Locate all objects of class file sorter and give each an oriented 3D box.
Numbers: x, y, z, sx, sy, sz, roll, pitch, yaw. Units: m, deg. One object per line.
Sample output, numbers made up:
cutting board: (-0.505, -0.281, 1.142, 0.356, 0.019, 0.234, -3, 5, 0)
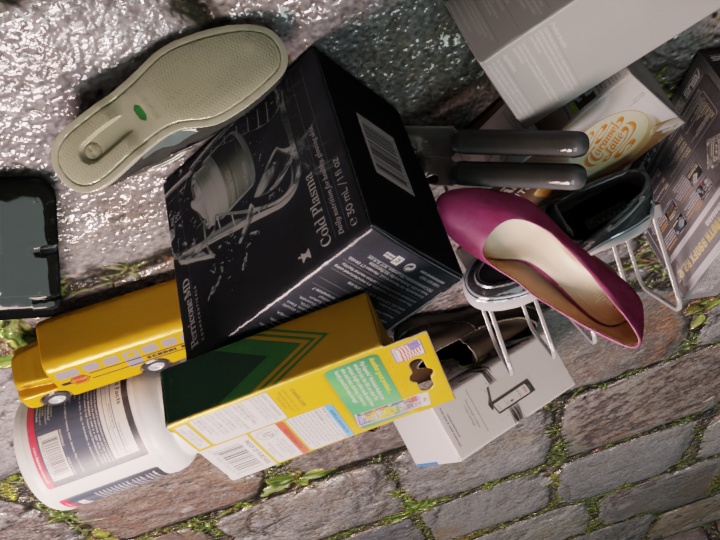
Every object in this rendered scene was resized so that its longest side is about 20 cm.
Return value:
file sorter: (0.224, 0.010, 0.878, 0.199, 0.139, 0.125, -21, 101, 4)

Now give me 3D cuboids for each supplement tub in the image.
supplement tub: (-0.270, 0.175, 0.915, 0.199, 0.141, 0.141, -20, 146, 3)

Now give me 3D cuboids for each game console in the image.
game console: (-0.375, -0.010, 0.721, 0.199, 0.116, 0.177, -4, 113, -21)

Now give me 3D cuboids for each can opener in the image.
can opener: (0.107, -0.100, 0.716, 0.199, 0.054, 0.067, 7, -172, 32)

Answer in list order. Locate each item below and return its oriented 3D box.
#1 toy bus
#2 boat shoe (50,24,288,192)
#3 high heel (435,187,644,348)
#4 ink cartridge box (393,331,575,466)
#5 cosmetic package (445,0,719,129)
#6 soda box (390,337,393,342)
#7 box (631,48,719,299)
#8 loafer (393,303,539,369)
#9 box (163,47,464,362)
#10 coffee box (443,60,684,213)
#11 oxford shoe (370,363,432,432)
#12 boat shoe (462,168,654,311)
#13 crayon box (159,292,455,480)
toy bus: (-0.261, 0.075, 0.837, 0.199, 0.065, 0.078, -18, 153, -7)
boat shoe: (-0.146, -0.129, 0.637, 0.199, 0.072, 0.068, -30, -179, 5)
high heel: (0.151, -0.001, 0.682, 0.199, 0.096, 0.067, 31, 115, -16)
ink cartridge box: (0.160, 0.172, 1.073, 0.199, 0.085, 0.146, -27, 174, -24)
cosmetic package: (0.182, -0.215, 0.636, 0.199, 0.091, 0.107, -32, 144, 15)
soda box: (-0.042, 0.153, 0.999, 0.199, 0.068, 0.064, -32, 155, 21)
box: (0.351, -0.093, 0.815, 0.048, 0.159, 0.201, -7, 143, -15)
loafer: (0.144, 0.092, 1.051, 0.199, 0.072, 0.073, -11, 145, -10)
box: (-0.049, -0.035, 0.675, 0.196, 0.201, 0.124, -37, 140, 25)
coffee box: (0.183, -0.122, 0.766, 0.200, 0.080, 0.114, -39, 141, 28)
oxford shoe: (0.023, 0.171, 1.069, 0.199, 0.085, 0.073, -25, 147, -4)
boat shoe: (0.182, -0.032, 0.756, 0.199, 0.072, 0.068, -26, 150, 6)
crayon box: (-0.036, 0.090, 0.629, 0.199, 0.052, 0.126, -20, 145, 5)
